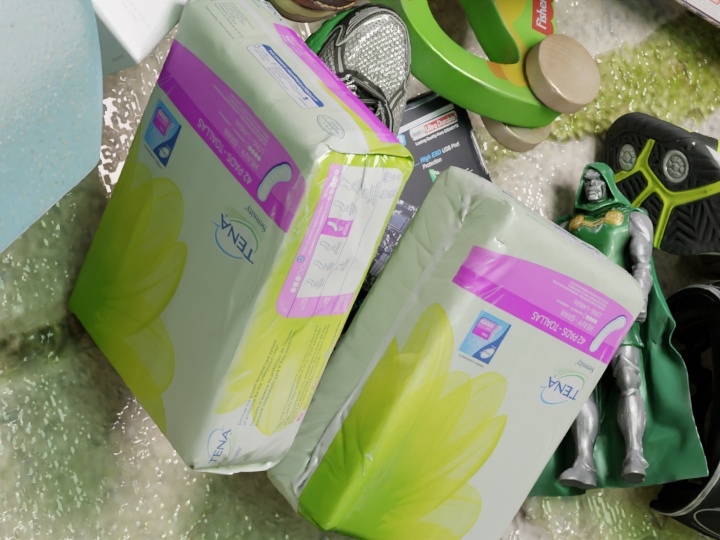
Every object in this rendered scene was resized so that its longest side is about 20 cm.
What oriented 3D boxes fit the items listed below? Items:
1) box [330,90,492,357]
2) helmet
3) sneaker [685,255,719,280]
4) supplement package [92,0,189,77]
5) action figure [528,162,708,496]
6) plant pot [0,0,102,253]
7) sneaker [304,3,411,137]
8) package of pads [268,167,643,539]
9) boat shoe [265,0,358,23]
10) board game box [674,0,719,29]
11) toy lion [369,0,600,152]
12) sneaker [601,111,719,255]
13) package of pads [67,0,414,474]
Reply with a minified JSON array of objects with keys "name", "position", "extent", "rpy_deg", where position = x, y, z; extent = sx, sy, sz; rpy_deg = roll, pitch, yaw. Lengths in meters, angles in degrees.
[{"name":"box","position":[0.000,0.000,1.323],"extent":[0.199,0.046,0.160],"rpy_deg":[-26,98,-33]},{"name":"helmet","position":[0.285,0.091,1.430],"extent":[0.189,0.200,0.202],"rpy_deg":[8,79,-15]},{"name":"sneaker","position":[0.286,-0.074,1.508],"extent":[0.070,0.075,0.201],"rpy_deg":[42,64,-22]},{"name":"supplement package","position":[-0.120,-0.206,1.225],"extent":[0.117,0.117,0.200],"rpy_deg":[50,61,-18]},{"name":"action figure","position":[0.147,0.031,1.394],"extent":[0.055,0.117,0.202],"rpy_deg":[35,51,-61]},{"name":"plant pot","position":[-0.239,-0.096,1.096],"extent":[0.196,0.195,0.201],"rpy_deg":[-45,119,-29]},{"name":"sneaker","position":[-0.007,-0.054,1.247],"extent":[0.078,0.085,0.202],"rpy_deg":[25,69,-27]},{"name":"package of pads","position":[0.055,0.061,1.259],"extent":[0.154,0.068,0.201],"rpy_deg":[27,96,-51]},{"name":"boat shoe","position":[-0.037,-0.229,1.172],"extent":[0.072,0.067,0.202],"rpy_deg":[-25,100,-34]},{"name":"board game box","position":[0.282,-0.247,1.442],"extent":[0.159,0.200,0.097],"rpy_deg":[26,36,-30]},{"name":"toy lion","position":[0.049,-0.192,1.351],"extent":[0.191,0.069,0.202],"rpy_deg":[22,54,-26]},{"name":"sneaker","position":[0.234,-0.040,1.415],"extent":[0.076,0.199,0.076],"rpy_deg":[-9,123,-48]},{"name":"package of pads","position":[-0.063,-0.016,1.166],"extent":[0.068,0.155,0.201],"rpy_deg":[1,125,-39]}]
